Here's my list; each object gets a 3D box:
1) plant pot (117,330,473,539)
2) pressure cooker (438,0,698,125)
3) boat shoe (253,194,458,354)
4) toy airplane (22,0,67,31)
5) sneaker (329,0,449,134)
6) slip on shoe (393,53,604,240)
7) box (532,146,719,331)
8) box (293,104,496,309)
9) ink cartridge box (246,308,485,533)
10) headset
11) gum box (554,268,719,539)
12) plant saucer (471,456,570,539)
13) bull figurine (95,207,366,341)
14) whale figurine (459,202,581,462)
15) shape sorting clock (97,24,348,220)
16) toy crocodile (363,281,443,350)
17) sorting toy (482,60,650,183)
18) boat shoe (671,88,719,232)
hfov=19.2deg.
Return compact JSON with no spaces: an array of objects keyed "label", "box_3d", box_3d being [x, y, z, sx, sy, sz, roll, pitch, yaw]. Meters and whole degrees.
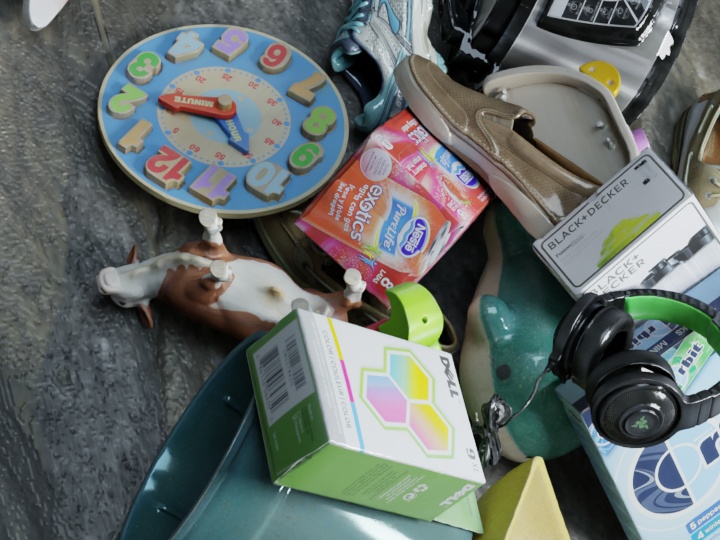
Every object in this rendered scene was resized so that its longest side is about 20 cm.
[{"label":"plant pot","box_3d":[-0.040,0.179,1.488,0.196,0.200,0.201,34,56,-13]},{"label":"pressure cooker","box_3d":[0.163,-0.225,1.782,0.199,0.179,0.176,24,32,-10]},{"label":"boat shoe","box_3d":[0.000,0.000,1.661,0.200,0.063,0.073,43,57,3]},{"label":"toy airplane","box_3d":[-0.277,-0.287,1.641,0.198,0.141,0.201,-4,66,-25]},{"label":"sneaker","box_3d":[0.016,-0.201,1.763,0.086,0.078,0.201,-4,67,-21]},{"label":"slip on shoe","box_3d":[0.107,-0.102,1.616,0.200,0.061,0.076,50,22,24]},{"label":"box","box_3d":[0.223,0.007,1.611,0.116,0.200,0.060,-39,52,3]},{"label":"box","box_3d":[0.039,-0.058,1.635,0.100,0.096,0.200,42,21,1]},{"label":"ink cartridge box","box_3d":[0.023,0.103,1.422,0.199,0.059,0.104,19,45,-40]},{"label":"headset","box_3d":[0.174,0.081,1.498,0.199,0.094,0.124,-14,42,-22]},{"label":"gum box","box_3d":[0.257,0.119,1.617,0.169,0.045,0.201,-35,125,-8]},{"label":"plant saucer","box_3d":[0.097,0.264,1.524,0.048,0.200,0.201,7,53,26]},{"label":"bull figurine","box_3d":[-0.093,0.015,1.575,0.199,0.121,0.065,18,66,-11]},{"label":"whale figurine","box_3d":[0.140,0.046,1.645,0.159,0.103,0.201,32,53,-56]},{"label":"shape sorting clock","box_3d":[-0.107,-0.122,1.671,0.199,0.039,0.201,4,54,-6]},{"label":"toy crocodile","box_3d":[0.006,0.069,1.548,0.067,0.200,0.062,-23,79,-25]},{"label":"sorting toy","box_3d":[0.201,-0.060,1.722,0.106,0.180,0.201,-27,56,11]},{"label":"boat shoe","box_3d":[0.304,-0.067,1.821,0.074,0.068,0.201,11,61,-17]}]
